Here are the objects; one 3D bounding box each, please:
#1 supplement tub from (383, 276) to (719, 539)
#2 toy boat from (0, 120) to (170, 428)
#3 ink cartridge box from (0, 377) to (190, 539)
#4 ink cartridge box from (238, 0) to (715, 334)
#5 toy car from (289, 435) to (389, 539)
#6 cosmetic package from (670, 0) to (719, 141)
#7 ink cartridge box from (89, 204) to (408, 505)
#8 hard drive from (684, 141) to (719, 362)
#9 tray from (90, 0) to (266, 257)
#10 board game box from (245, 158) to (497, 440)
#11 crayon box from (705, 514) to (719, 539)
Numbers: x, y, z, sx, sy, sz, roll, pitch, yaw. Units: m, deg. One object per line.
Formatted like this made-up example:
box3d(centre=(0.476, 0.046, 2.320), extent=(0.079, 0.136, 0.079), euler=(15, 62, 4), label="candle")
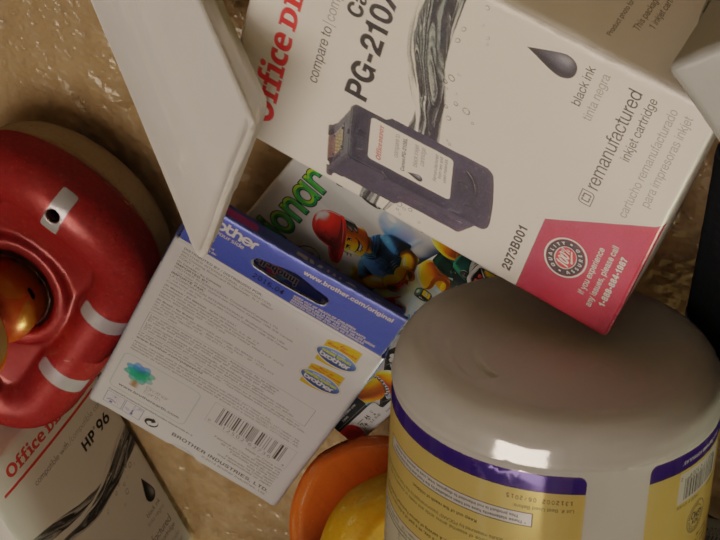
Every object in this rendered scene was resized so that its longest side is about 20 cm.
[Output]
box3d(centre=(0.082, 0.118, 0.888), extent=(0.145, 0.145, 0.201), euler=(15, 121, 22), label="supplement tub")
box3d(centre=(-0.194, 0.017, 1.056), extent=(0.130, 0.131, 0.200), euler=(37, 126, -3), label="toy boat")
box3d(centre=(-0.195, 0.129, 1.191), extent=(0.068, 0.116, 0.200), euler=(-1, 128, 36), label="ink cartridge box")
box3d(centre=(0.053, -0.087, 0.830), extent=(0.200, 0.084, 0.145), euler=(29, 140, 9), label="ink cartridge box")
box3d(centre=(0.036, 0.172, 1.060), extent=(0.200, 0.175, 0.150), euler=(54, 173, -27), label="toy car")
box3d(centre=(0.218, -0.103, 0.688), extent=(0.200, 0.102, 0.074), euler=(-22, 114, 46), label="cosmetic package")
box3d(centre=(-0.056, 0.036, 1.003), extent=(0.119, 0.042, 0.200), euler=(30, 143, -3), label="ink cartridge box")
box3d(centre=(0.203, 0.036, 0.799), extent=(0.200, 0.042, 0.135), euler=(54, 154, 39), label="hard drive")
box3d(centre=(-0.086, -0.116, 0.872), extent=(0.200, 0.022, 0.107), euler=(66, 154, 24), label="tray")
box3d(centre=(0.000, 0.000, 0.992), extent=(0.126, 0.035, 0.200), euler=(39, 140, -4), label="board game box")
box3d(centre=(0.164, 0.218, 0.935), extent=(0.051, 0.200, 0.127), euler=(36, 167, -17), label="crayon box")
